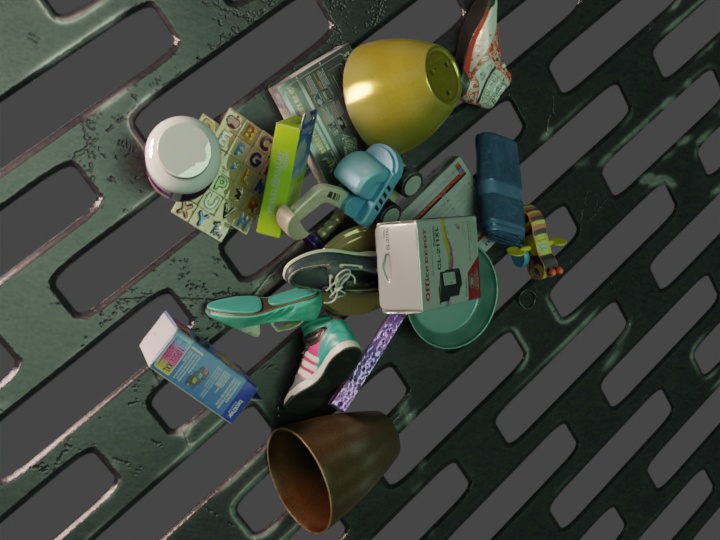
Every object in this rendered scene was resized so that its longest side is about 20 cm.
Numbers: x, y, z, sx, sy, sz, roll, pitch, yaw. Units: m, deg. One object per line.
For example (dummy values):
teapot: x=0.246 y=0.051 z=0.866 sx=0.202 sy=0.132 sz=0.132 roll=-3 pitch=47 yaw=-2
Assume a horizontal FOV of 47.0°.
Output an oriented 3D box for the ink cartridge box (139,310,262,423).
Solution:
ink cartridge box: x=-0.250 y=0.164 z=1.336 sx=0.200 sy=0.136 sz=0.077 roll=43 pitch=83 yaw=-23

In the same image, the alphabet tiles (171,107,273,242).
alphabet tiles: x=-0.226 y=-0.159 z=1.386 sx=0.165 sy=0.006 sz=0.202 roll=32 pitch=81 yaw=-24

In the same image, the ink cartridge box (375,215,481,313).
ink cartridge box: x=0.117 y=-0.012 z=1.380 sx=0.199 sy=0.082 sz=0.149 roll=-10 pitch=96 yaw=-54

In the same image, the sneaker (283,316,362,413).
sneaker: x=-0.080 y=0.150 z=1.448 sx=0.083 sy=0.122 sz=0.200 roll=18 pitch=127 yaw=-37

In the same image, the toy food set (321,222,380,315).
toy food set: x=0.000 y=0.000 z=1.450 sx=0.200 sy=0.049 sz=0.197 roll=-47 pitch=130 yaw=13

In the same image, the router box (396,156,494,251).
router box: x=0.155 y=-0.080 z=1.551 sx=0.200 sy=0.049 sz=0.180 roll=-43 pitch=111 yaw=-15

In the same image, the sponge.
sponge: x=0.011 y=0.161 z=1.474 sx=0.030 sy=0.112 sz=0.202 roll=33 pitch=80 yaw=1

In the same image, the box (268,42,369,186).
box: x=-0.044 y=-0.265 z=1.438 sx=0.157 sy=0.048 sz=0.202 roll=-35 pitch=109 yaw=-17

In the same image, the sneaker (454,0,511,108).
sneaker: x=0.238 y=-0.407 z=1.548 sx=0.106 sy=0.067 sz=0.205 roll=17 pitch=91 yaw=-27

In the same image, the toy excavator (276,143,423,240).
toy excavator: x=-0.024 y=-0.126 z=1.335 sx=0.199 sy=0.100 sz=0.196 roll=19 pitch=109 yaw=-50

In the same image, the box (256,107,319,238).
box: x=-0.118 y=-0.165 z=1.344 sx=0.047 sy=0.122 sz=0.203 roll=14 pitch=107 yaw=3

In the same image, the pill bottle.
pill bottle: x=-0.268 y=-0.168 z=1.251 sx=0.110 sy=0.200 sz=0.115 roll=0 pitch=90 yaw=-14

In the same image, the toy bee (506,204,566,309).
toy bee: x=0.356 y=-0.029 z=1.620 sx=0.130 sy=0.108 sz=0.202 roll=-35 pitch=109 yaw=-20

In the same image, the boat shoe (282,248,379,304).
boat shoe: x=-0.029 y=0.012 z=1.370 sx=0.197 sy=0.062 sz=0.076 roll=1 pitch=134 yaw=-23

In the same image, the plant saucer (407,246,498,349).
plant saucer: x=0.162 y=0.041 z=1.520 sx=0.197 sy=0.036 sz=0.204 roll=-3 pitch=97 yaw=-24

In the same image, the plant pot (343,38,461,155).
plant pot: x=0.087 y=-0.309 z=1.404 sx=0.198 sy=0.141 sz=0.204 roll=12 pitch=73 yaw=-44

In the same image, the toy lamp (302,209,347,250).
toy lamp: x=-0.021 y=-0.114 z=1.462 sx=0.200 sy=0.058 sz=0.058 roll=-45 pitch=111 yaw=-14

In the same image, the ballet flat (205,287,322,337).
ballet flat: x=-0.159 y=0.076 z=1.395 sx=0.196 sy=0.068 sz=0.072 roll=-9 pitch=114 yaw=-6

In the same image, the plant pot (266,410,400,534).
plant pot: x=-0.032 y=0.326 z=1.449 sx=0.198 sy=0.186 sz=0.190 roll=-20 pitch=104 yaw=-36

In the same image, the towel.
towel: x=0.257 y=-0.152 z=1.548 sx=0.111 sy=0.048 sz=0.204 roll=13 pitch=70 yaw=-43
